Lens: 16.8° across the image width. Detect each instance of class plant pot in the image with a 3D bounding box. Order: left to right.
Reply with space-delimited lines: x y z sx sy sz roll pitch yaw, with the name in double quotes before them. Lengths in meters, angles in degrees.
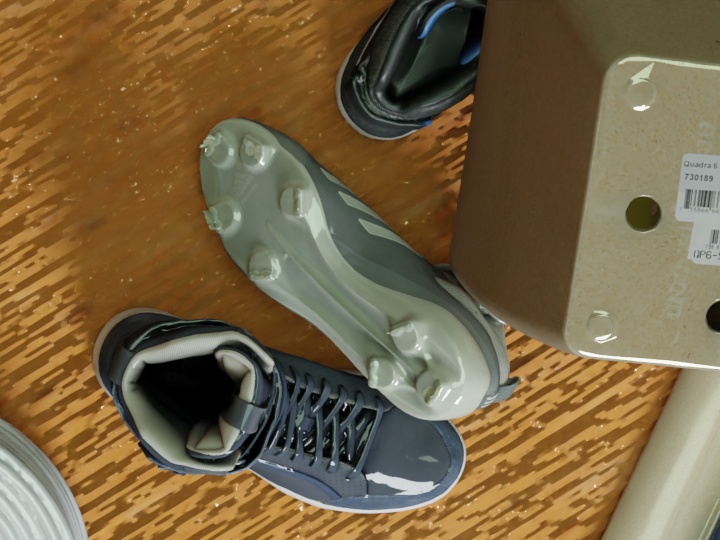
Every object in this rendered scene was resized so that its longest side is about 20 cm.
"plant pot" 0.155 -0.048 1.104 0.198 0.177 0.202 6 110 -4

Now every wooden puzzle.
"wooden puzzle" 0.243 0.135 1.293 0.199 0.046 0.186 26 89 -8

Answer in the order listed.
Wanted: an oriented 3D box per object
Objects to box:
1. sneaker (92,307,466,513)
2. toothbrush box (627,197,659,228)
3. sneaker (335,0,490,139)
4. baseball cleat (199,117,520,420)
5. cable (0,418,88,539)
"sneaker" -0.033 0.077 1.203 0.201 0.146 0.078 18 88 -10
"toothbrush box" 0.226 -0.086 1.261 0.144 0.086 0.202 9 92 -6
"sneaker" 0.070 -0.146 1.224 0.073 0.112 0.200 38 87 -9
"baseball cleat" 0.000 0.000 1.247 0.200 0.106 0.070 50 116 18
"cable" -0.234 0.159 1.215 0.200 0.069 0.200 -41 97 -5
